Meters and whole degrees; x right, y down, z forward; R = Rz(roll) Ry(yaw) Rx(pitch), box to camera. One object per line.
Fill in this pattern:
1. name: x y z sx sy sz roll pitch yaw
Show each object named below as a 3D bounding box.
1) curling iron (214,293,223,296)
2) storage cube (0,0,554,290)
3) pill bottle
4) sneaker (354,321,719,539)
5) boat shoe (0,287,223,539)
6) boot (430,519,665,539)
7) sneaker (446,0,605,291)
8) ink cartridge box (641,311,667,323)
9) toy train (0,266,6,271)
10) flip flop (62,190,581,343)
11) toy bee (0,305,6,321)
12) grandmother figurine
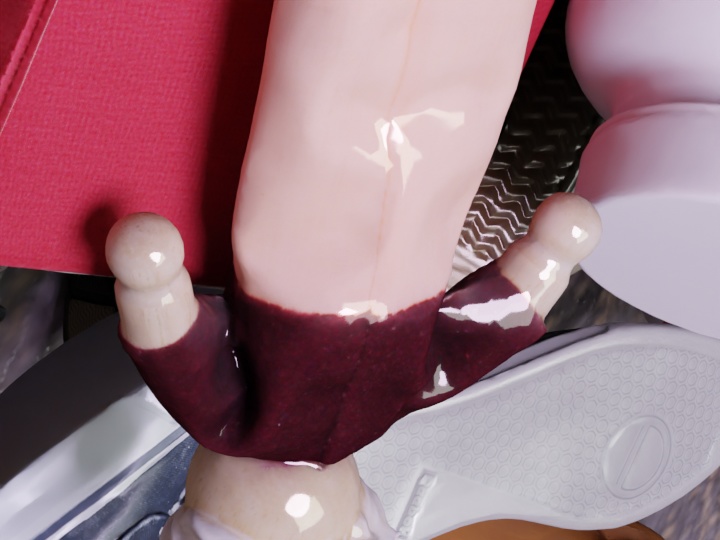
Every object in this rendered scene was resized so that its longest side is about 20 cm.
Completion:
1. curling iron: -0.086 -0.011 0.737 0.026 0.199 0.050 139 -29 -69
2. storage cube: -0.059 -0.112 0.680 0.200 0.171 0.181 5 113 -54
3. pill bottle: 0.114 -0.088 0.724 0.113 0.112 0.201 49 53 -55
4. sneaker: 0.029 0.042 0.964 0.199 0.099 0.071 -10 113 -29
5. boat shoe: -0.079 0.088 0.781 0.200 0.071 0.091 -41 111 -20
6. boot: 0.068 0.114 1.032 0.200 0.154 0.074 5 112 -53
7. sneaker: 0.031 -0.088 0.792 0.072 0.085 0.201 13 90 -19
8. ink cartridge box: 0.182 -0.049 1.051 0.147 0.082 0.201 -102 -144 -75
9. toy train: -0.128 0.040 0.731 0.199 0.116 0.085 -25 136 -21
10. flip flop: 0.000 0.000 0.843 0.199 0.082 0.058 -23 154 23
11. toy bee: -0.096 0.115 0.848 0.131 0.108 0.201 -62 172 -52
12. grandmother figurine: -0.003 -0.001 0.644 0.121 0.061 0.201 2 124 -21
